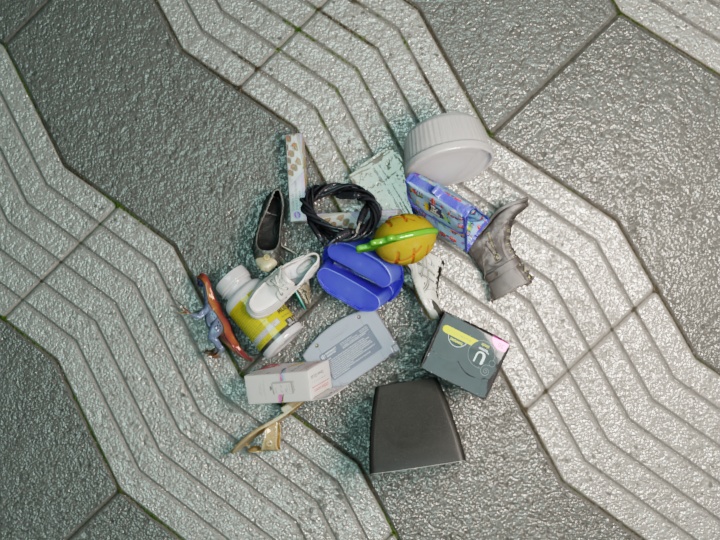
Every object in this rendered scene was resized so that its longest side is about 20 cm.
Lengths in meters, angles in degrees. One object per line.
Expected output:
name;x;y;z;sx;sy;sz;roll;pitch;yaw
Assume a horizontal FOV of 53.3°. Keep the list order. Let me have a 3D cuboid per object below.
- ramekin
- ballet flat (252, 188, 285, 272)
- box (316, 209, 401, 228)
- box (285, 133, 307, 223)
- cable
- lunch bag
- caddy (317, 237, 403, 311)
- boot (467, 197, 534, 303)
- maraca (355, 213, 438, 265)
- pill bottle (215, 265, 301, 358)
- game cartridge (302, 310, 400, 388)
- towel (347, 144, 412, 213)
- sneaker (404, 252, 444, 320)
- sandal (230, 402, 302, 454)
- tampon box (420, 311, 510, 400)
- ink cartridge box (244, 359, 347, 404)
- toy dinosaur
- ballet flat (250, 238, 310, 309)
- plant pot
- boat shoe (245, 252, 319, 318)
ramekin;0.184;-0.263;1.558;0.199;0.203;0.096;-12;74;5
ballet flat;-0.208;-0.092;1.622;0.065;0.057;0.203;6;65;-7
box;-0.006;-0.114;1.622;0.197;0.041;0.039;-1;96;19
box;-0.145;-0.211;1.655;0.038;0.041;0.204;-4;86;6
cable;-0.046;-0.139;1.581;0.161;0.051;0.201;-25;48;-9
lunch bag;0.177;-0.138;1.498;0.150;0.200;0.095;35;87;20
caddy;0.000;0.000;1.608;0.198;0.105;0.143;29;112;7
boot;0.330;-0.046;1.595;0.199;0.069;0.175;-37;85;14
maraca;0.078;-0.063;1.509;0.136;0.198;0.109;-24;80;47
pill bottle;-0.234;0.090;1.622;0.111;0.111;0.200;-42;84;3
game cartridge;-0.026;0.178;1.635;0.199;0.041;0.134;-33;88;3
towel;0.072;-0.173;1.642;0.132;0.034;0.202;-32;86;5
sneaker;0.151;0.010;1.585;0.086;0.076;0.202;-18;67;-2
sandal;-0.195;0.372;1.623;0.211;0.078;0.070;-39;78;-2
tampon box;0.218;0.174;1.526;0.148;0.200;0.128;25;90;6
ink cartridge box;-0.139;0.243;1.577;0.197;0.116;0.069;-7;94;21
toy dinosaur;-0.333;0.103;1.646;0.197;0.105;0.185;7;92;-8
ballet flat;-0.165;-0.005;1.648;0.075;0.068;0.200;-42;82;-13
plant pot;0.116;0.334;1.544;0.196;0.200;0.180;-9;73;6
boat shoe;-0.169;0.024;1.564;0.071;0.069;0.200;46;70;2
